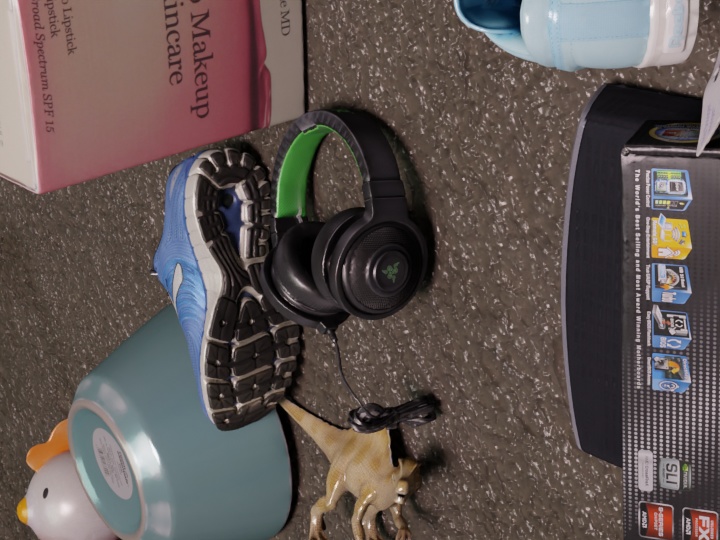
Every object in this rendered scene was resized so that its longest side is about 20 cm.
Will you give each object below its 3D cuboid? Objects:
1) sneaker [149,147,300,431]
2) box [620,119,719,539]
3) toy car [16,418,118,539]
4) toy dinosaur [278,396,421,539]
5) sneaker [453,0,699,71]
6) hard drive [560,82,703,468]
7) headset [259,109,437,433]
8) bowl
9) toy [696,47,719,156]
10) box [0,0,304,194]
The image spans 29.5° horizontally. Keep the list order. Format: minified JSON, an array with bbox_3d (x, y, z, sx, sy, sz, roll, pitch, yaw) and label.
[{"bbox_3d":[-0.098,0.013,0.966,0.089,0.078,0.201,9,105,57],"label":"sneaker"},{"bbox_3d":[0.193,0.039,0.579,0.160,0.044,0.201,6,114,24],"label":"box"},{"bbox_3d":[-0.263,0.232,1.206,0.184,0.176,0.201,-11,85,64],"label":"toy car"},{"bbox_3d":[-0.002,0.140,0.929,0.200,0.058,0.102,20,106,60],"label":"toy dinosaur"},{"bbox_3d":[0.077,-0.133,0.596,0.200,0.082,0.074,-114,22,-71],"label":"sneaker"},{"bbox_3d":[0.155,0.018,0.666,0.135,0.042,0.201,21,123,45],"label":"hard drive"},{"bbox_3d":[0.000,0.000,0.849,0.123,0.094,0.201,-14,80,57],"label":"headset"},{"bbox_3d":[-0.152,0.136,1.051,0.201,0.105,0.201,32,133,42],"label":"bowl"},{"bbox_3d":[0.158,-0.156,0.517,0.047,0.115,0.200,25,131,3],"label":"toy"},{"bbox_3d":[-0.143,-0.141,0.829,0.109,0.200,0.128,24,125,43],"label":"box"}]
